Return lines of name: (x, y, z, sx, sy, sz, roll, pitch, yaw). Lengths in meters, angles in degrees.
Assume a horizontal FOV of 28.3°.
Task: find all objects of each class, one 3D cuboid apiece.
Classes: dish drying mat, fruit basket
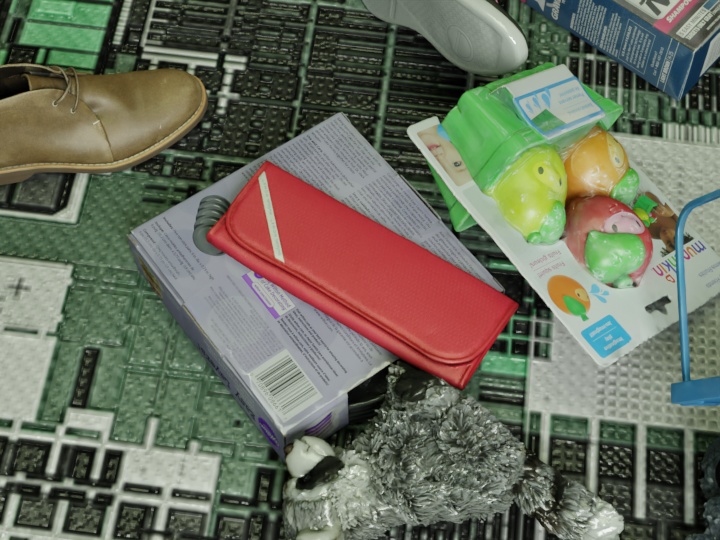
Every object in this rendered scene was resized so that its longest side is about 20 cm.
dish drying mat: (0.000, 0.000, 0.936, 0.199, 0.018, 0.077, 30, 61, 15)
fruit basket: (0.149, -0.046, 0.957, 0.185, 0.094, 0.200, -23, 63, -44)

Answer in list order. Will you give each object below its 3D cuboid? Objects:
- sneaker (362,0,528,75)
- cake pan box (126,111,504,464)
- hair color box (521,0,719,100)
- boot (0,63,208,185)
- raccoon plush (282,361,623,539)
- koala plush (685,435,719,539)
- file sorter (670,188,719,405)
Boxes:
sneaker: (0.085, -0.211, 1.071, 0.099, 0.071, 0.200, -29, 38, -19)
cake pan box: (-0.029, 0.007, 0.970, 0.184, 0.052, 0.200, -34, 64, -18)
hair color box: (0.201, -0.231, 1.120, 0.199, 0.061, 0.100, 37, 63, 20)
boot: (-0.207, -0.116, 1.028, 0.198, 0.076, 0.074, -15, 57, -12)
raccoon plush: (0.046, 0.149, 0.860, 0.199, 0.097, 0.135, 31, 77, 13)
koala plush: (0.254, 0.156, 0.795, 0.183, 0.201, 0.177, 40, 64, 21)
file sorter: (0.298, 0.014, 0.833, 0.198, 0.139, 0.124, 1, 81, -16)
